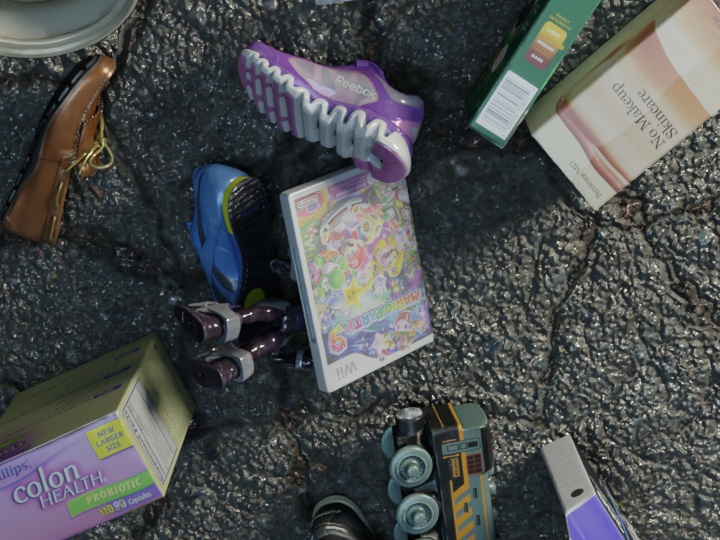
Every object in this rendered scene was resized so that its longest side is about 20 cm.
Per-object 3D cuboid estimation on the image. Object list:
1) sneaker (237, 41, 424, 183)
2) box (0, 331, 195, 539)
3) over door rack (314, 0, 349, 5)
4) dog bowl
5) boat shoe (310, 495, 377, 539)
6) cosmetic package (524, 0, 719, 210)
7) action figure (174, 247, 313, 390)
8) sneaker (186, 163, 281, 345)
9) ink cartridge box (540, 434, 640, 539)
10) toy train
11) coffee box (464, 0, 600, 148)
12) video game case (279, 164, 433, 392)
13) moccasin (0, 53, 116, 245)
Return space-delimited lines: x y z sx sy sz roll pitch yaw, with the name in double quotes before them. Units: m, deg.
"sneaker" -0.022 -0.166 1.266 0.199 0.081 0.089 30 67 11
"box" -0.272 0.170 1.320 0.174 0.200 0.098 -24 106 9
"over door rack" 0.041 -0.324 1.201 0.198 0.067 0.150 -2 110 26
"dog bowl" -0.296 -0.281 1.189 0.197 0.075 0.201 -9 150 -5
"boat shoe" 0.016 0.334 1.433 0.072 0.068 0.200 -37 105 12
"cosmetic package" 0.260 -0.164 1.243 0.200 0.087 0.103 -41 103 15
"action figure" -0.079 0.047 1.303 0.198 0.069 0.132 -16 111 -37
"sneaker" -0.130 -0.013 1.334 0.078 0.066 0.202 18 126 35
"ink cartridge box" 0.257 0.286 1.334 0.043 0.200 0.199 -31 105 10
"toy train" 0.087 0.232 1.390 0.112 0.085 0.203 -10 108 -4
"coffee box" 0.165 -0.215 1.212 0.044 0.123 0.201 30 106 -6
"video game case" 0.000 0.000 1.301 0.142 0.018 0.203 -24 112 -34
"moccasin" -0.280 -0.114 1.293 0.077 0.074 0.203 23 105 -15
